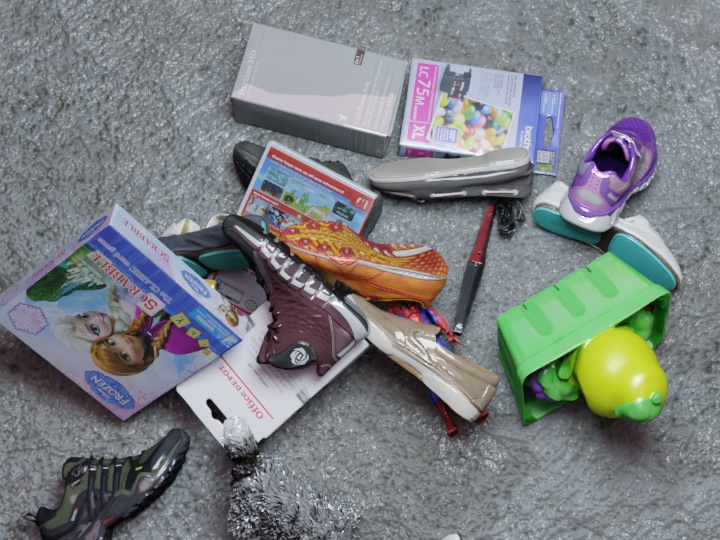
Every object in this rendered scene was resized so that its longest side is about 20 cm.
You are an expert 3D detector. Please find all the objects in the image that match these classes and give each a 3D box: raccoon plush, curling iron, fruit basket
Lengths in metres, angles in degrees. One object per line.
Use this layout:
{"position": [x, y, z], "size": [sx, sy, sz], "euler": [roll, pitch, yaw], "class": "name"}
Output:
{"position": [-0.073, 0.245, 1.453], "size": [0.132, 0.201, 0.098], "euler": [7, 58, 14], "class": "raccoon plush"}
{"position": [0.145, -0.010, 1.591], "size": [0.049, 0.026, 0.201], "euler": [7, 55, 31], "class": "curling iron"}
{"position": [0.270, 0.104, 1.513], "size": [0.213, 0.156, 0.218], "euler": [-3, 60, 6], "class": "fruit basket"}

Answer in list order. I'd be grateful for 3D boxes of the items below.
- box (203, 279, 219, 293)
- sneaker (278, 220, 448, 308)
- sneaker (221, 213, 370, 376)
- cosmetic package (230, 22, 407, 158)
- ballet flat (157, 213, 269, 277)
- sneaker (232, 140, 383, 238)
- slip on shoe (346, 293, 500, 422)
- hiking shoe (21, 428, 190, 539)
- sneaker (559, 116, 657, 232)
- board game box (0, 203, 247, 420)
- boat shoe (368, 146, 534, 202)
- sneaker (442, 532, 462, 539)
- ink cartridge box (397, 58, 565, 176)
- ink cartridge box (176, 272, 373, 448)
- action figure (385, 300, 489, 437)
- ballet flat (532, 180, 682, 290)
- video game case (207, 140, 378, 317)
{"position": [-0.260, 0.035, 1.545], "size": [0.197, 0.119, 0.042], "euler": [4, 72, 1], "class": "box"}
{"position": [0.000, 0.000, 1.526], "size": [0.198, 0.078, 0.073], "euler": [18, 37, -10], "class": "sneaker"}
{"position": [-0.095, 0.039, 1.459], "size": [0.200, 0.076, 0.116], "euler": [40, 96, -1], "class": "sneaker"}
{"position": [-0.050, -0.218, 1.645], "size": [0.198, 0.090, 0.108], "euler": [13, 76, 0], "class": "cosmetic package"}
{"position": [-0.183, -0.028, 1.562], "size": [0.198, 0.073, 0.074], "euler": [-10, 69, 35], "class": "ballet flat"}
{"position": [-0.063, -0.101, 1.624], "size": [0.199, 0.076, 0.091], "euler": [34, 64, 4], "class": "sneaker"}
{"position": [0.067, 0.084, 1.511], "size": [0.200, 0.076, 0.061], "euler": [40, 94, 12], "class": "slip on shoe"}
{"position": [-0.282, 0.234, 1.505], "size": [0.200, 0.076, 0.101], "euler": [-42, 81, -12], "class": "hiking shoe"}
{"position": [0.304, -0.132, 1.596], "size": [0.080, 0.089, 0.200], "euler": [24, 45, 17], "class": "sneaker"}
{"position": [-0.261, 0.051, 1.470], "size": [0.200, 0.199, 0.041], "euler": [43, 30, -24], "class": "board game box"}
{"position": [0.110, -0.103, 1.618], "size": [0.198, 0.067, 0.058], "euler": [-6, 115, 8], "class": "boat shoe"}
{"position": [0.167, 0.353, 1.477], "size": [0.198, 0.076, 0.088], "euler": [23, 74, 5], "class": "sneaker"}
{"position": [0.152, -0.189, 1.665], "size": [0.198, 0.042, 0.121], "euler": [9, 73, 0], "class": "ink cartridge box"}
{"position": [-0.097, 0.106, 1.532], "size": [0.200, 0.067, 0.116], "euler": [-41, 85, 3], "class": "ink cartridge box"}
{"position": [0.080, 0.091, 1.573], "size": [0.065, 0.052, 0.201], "euler": [-27, 73, -4], "class": "action figure"}
{"position": [0.303, -0.050, 1.615], "size": [0.199, 0.070, 0.070], "euler": [28, 74, 9], "class": "ballet flat"}
{"position": [-0.084, -0.029, 1.574], "size": [0.142, 0.017, 0.202], "euler": [27, 102, 7], "class": "video game case"}
